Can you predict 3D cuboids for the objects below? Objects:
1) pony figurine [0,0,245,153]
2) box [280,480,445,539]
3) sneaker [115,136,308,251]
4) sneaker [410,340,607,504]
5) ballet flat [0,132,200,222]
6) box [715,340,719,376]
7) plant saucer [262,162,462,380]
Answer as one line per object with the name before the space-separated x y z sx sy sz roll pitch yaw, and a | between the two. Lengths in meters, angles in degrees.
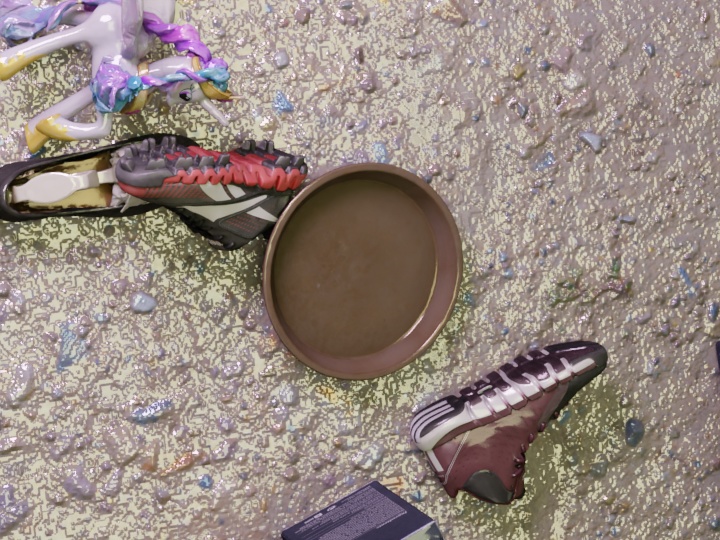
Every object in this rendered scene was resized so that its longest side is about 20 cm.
pony figurine | -0.210 -0.202 1.552 0.199 0.167 0.194 -11 96 8
box | 0.025 0.290 1.607 0.107 0.200 0.149 -28 100 -12
sneaker | -0.133 -0.063 1.582 0.200 0.071 0.098 -1 113 -47
sneaker | 0.154 0.151 1.707 0.199 0.076 0.116 -24 105 -2
ballet flat | -0.227 -0.075 1.584 0.199 0.068 0.068 -14 97 -14
box | 0.441 0.162 1.713 0.123 0.197 0.201 -10 96 -14
plant saucer | 0.000 0.000 1.655 0.199 0.029 0.201 -5 102 -24
